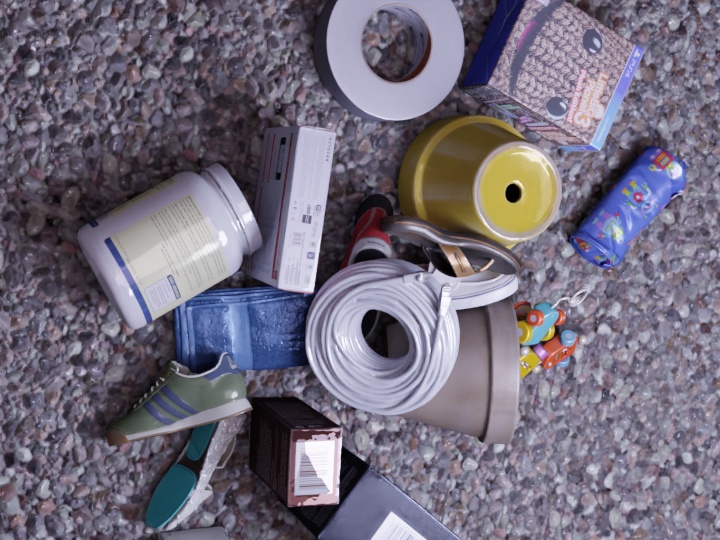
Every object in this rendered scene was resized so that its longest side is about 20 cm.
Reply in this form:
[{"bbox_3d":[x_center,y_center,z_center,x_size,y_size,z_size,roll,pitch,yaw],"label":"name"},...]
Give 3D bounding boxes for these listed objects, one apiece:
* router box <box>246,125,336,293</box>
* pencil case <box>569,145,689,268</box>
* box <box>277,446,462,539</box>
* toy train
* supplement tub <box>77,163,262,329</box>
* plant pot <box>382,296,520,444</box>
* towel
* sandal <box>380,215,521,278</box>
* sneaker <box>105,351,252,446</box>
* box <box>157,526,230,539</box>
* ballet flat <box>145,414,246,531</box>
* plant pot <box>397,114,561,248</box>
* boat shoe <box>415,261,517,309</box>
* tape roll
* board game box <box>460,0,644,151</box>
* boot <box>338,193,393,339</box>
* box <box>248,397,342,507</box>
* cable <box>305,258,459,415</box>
[{"bbox_3d":[-0.092,-0.083,1.531,0.048,0.179,0.203,7,94,-19],"label":"router box"},{"bbox_3d":[0.397,-0.092,1.753,0.087,0.078,0.200,42,82,5],"label":"pencil case"},{"bbox_3d":[0.016,0.340,1.599,0.196,0.200,0.118,41,81,-18],"label":"box"},{"bbox_3d":[0.259,0.084,1.691,0.149,0.056,0.201,-31,149,-18],"label":"toy train"},{"bbox_3d":[-0.238,-0.034,1.503,0.199,0.145,0.146,-30,104,-14],"label":"supplement tub"},{"bbox_3d":[0.118,0.137,1.636,0.171,0.200,0.203,0,96,-2],"label":"plant pot"},{"bbox_3d":[-0.146,0.078,1.580,0.197,0.049,0.113,-4,98,-8],"label":"towel"},{"bbox_3d":[0.114,-0.022,1.548,0.198,0.082,0.055,18,77,-24],"label":"sandal"},{"bbox_3d":[-0.241,0.163,1.546,0.198,0.067,0.091,-15,86,10],"label":"sneaker"},{"bbox_3d":[-0.219,0.453,1.592,0.094,0.078,0.203,-3,97,-18],"label":"box"},{"bbox_3d":[-0.210,0.263,1.586,0.071,0.072,0.201,30,86,-19],"label":"ballet flat"},{"bbox_3d":[0.172,-0.110,1.616,0.198,0.189,0.204,-2,96,-18],"label":"plant pot"},{"bbox_3d":[0.114,0.010,1.629,0.198,0.071,0.071,-5,111,20],"label":"boat shoe"},{"bbox_3d":[0.038,-0.304,1.615,0.198,0.066,0.203,-2,97,-18],"label":"tape roll"},{"bbox_3d":[0.270,-0.283,1.681,0.198,0.097,0.161,26,87,-19],"label":"board game box"},{"bbox_3d":[0.000,0.000,1.631,0.072,0.145,0.201,16,128,-8],"label":"boot"},{"bbox_3d":[-0.088,0.232,1.552,0.074,0.200,0.102,1,96,-21],"label":"box"},{"bbox_3d":[0.028,0.082,1.522,0.198,0.069,0.202,6,109,18],"label":"cable"}]
